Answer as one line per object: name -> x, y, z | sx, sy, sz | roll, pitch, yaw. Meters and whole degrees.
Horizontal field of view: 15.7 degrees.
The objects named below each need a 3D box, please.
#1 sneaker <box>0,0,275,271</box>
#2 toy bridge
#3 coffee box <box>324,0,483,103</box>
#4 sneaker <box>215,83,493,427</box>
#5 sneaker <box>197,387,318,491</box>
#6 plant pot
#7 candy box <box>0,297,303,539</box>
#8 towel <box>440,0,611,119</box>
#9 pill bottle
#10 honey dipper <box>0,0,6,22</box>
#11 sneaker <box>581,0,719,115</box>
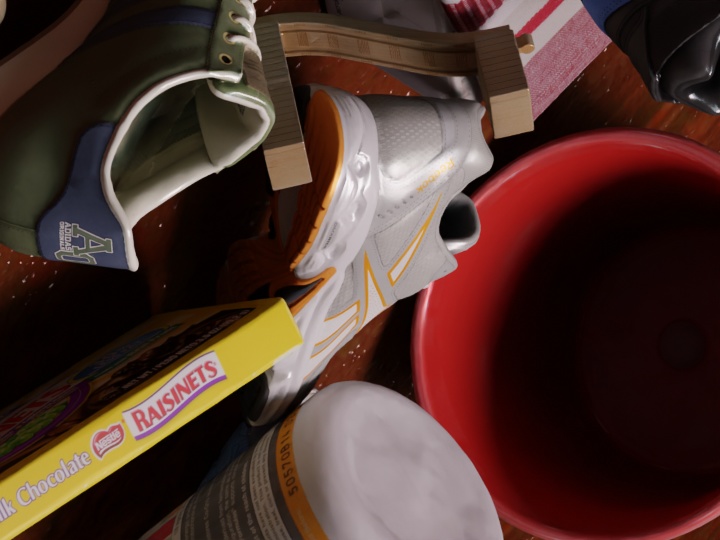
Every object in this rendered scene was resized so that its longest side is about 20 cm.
sneaker -> -0.062, -0.073, 0.930 | 0.200, 0.090, 0.067 | -50, 152, -31
toy bridge -> -0.032, -0.064, 0.980 | 0.199, 0.067, 0.027 | -13, 144, -1
coffee box -> 0.075, -0.175, 1.064 | 0.200, 0.080, 0.113 | -43, 147, -20
sneaker -> 0.000, 0.000, 1.079 | 0.092, 0.076, 0.200 | -4, 148, -21
sneaker -> -0.002, 0.115, 1.239 | 0.077, 0.085, 0.200 | -56, 149, 2
plant pot -> 0.145, 0.036, 1.289 | 0.201, 0.200, 0.177 | -60, 160, 8
candy box -> -0.124, 0.069, 1.012 | 0.200, 0.102, 0.027 | -33, 102, -34
towel -> 0.078, -0.153, 0.987 | 0.144, 0.023, 0.200 | -46, 148, -10
pill bottle -> -0.043, 0.145, 1.126 | 0.200, 0.117, 0.116 | -39, 158, 28
honey dipper -> -0.156, -0.015, 0.944 | 0.038, 0.038, 0.201 | -15, 127, -48
sneaker -> 0.180, -0.128, 0.962 | 0.199, 0.112, 0.077 | -25, 150, -4
